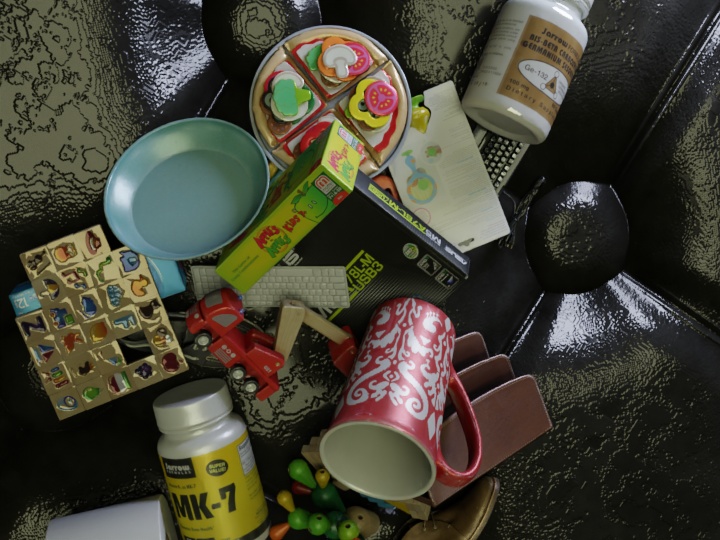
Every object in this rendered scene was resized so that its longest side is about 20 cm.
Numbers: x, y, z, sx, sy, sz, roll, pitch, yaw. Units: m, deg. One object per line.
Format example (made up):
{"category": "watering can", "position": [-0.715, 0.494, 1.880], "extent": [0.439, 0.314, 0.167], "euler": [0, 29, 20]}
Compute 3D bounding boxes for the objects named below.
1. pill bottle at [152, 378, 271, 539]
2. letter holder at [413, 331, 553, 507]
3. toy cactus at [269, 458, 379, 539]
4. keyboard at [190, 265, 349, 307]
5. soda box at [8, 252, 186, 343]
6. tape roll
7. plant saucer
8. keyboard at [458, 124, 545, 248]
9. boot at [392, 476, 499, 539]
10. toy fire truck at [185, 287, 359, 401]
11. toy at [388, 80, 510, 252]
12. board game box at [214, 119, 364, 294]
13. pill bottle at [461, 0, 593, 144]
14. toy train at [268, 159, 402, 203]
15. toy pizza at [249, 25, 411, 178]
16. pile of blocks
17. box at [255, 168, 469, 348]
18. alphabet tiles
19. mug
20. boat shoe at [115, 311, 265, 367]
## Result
{"category": "pill bottle", "position": [-0.187, 0.245, 1.244], "extent": [0.112, 0.114, 0.203], "euler": [-15, 102, -6]}
{"category": "letter holder", "position": [0.120, 0.176, 1.258], "extent": [0.198, 0.100, 0.144], "euler": [-27, 102, -26]}
{"category": "toy cactus", "position": [-0.025, 0.332, 1.269], "extent": [0.200, 0.165, 0.103], "euler": [44, 100, 26]}
{"category": "keyboard", "position": [-0.111, 0.019, 1.224], "extent": [0.196, 0.011, 0.057], "euler": [0, 124, 13]}
{"category": "soda box", "position": [-0.312, 0.020, 1.205], "extent": [0.197, 0.068, 0.065], "euler": [-19, 104, -6]}
{"category": "tape roll", "position": [-0.288, 0.385, 1.207], "extent": [0.137, 0.203, 0.206], "euler": [-11, 102, -7]}
{"category": "plant saucer", "position": [-0.200, -0.089, 1.173], "extent": [0.196, 0.036, 0.203], "euler": [-4, 59, 6]}
{"category": "keyboard", "position": [0.174, -0.108, 1.288], "extent": [0.126, 0.021, 0.202], "euler": [30, 95, -13]}
{"category": "boot", "position": [0.107, 0.345, 1.337], "extent": [0.075, 0.074, 0.201], "euler": [39, 94, -4]}
{"category": "toy fire truck", "position": [-0.098, 0.081, 1.203], "extent": [0.140, 0.049, 0.200], "euler": [-35, 120, 9]}
{"category": "toy", "position": [0.097, -0.120, 1.252], "extent": [0.114, 0.047, 0.203], "euler": [-22, 94, -3]}
{"category": "board game box", "position": [-0.082, -0.071, 1.148], "extent": [0.047, 0.102, 0.200], "euler": [37, 123, -18]}
{"category": "pill bottle", "position": [0.210, -0.267, 1.213], "extent": [0.113, 0.114, 0.203], "euler": [24, 87, -13]}
{"category": "toy train", "position": [-0.035, -0.090, 1.238], "extent": [0.197, 0.056, 0.153], "euler": [-17, 102, -6]}
{"category": "toy pizza", "position": [-0.035, -0.199, 1.199], "extent": [0.196, 0.032, 0.204], "euler": [1, 81, -5]}
{"category": "pile of blocks", "position": [0.014, 0.257, 1.314], "extent": [0.199, 0.082, 0.063], "euler": [36, 52, -21]}
{"category": "box", "position": [0.000, 0.000, 1.221], "extent": [0.192, 0.048, 0.200], "euler": [36, 123, -15]}
{"category": "alphabet tiles", "position": [-0.313, 0.056, 1.174], "extent": [0.165, 0.008, 0.203], "euler": [-20, 105, -5]}
{"category": "mug", "position": [0.052, 0.154, 1.159], "extent": [0.132, 0.202, 0.178], "euler": [-20, 124, 32]}
{"category": "boat shoe", "position": [-0.210, 0.086, 1.237], "extent": [0.197, 0.063, 0.074], "euler": [12, 98, -11]}
